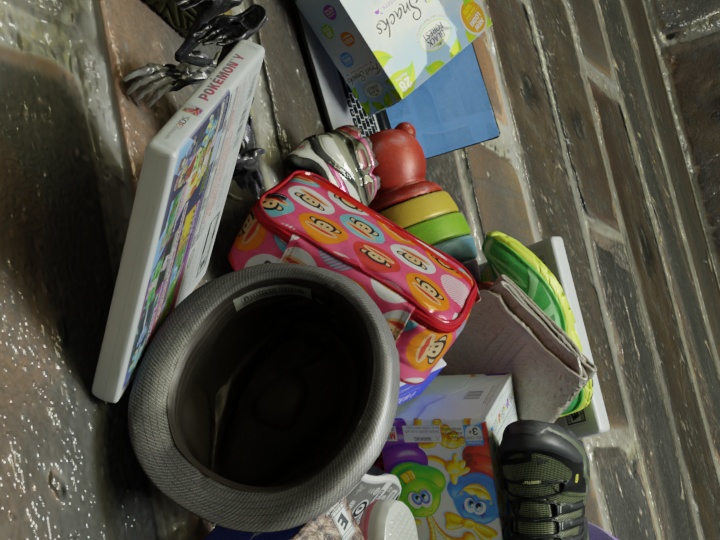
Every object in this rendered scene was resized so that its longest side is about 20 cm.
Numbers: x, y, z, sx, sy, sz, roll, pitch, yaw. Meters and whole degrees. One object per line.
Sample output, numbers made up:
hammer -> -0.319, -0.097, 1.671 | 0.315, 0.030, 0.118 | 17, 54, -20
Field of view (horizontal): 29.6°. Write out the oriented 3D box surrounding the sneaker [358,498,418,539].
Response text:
sneaker -> -0.005, 0.239, 1.031 | 0.201, 0.104, 0.076 | 75, 21, -51

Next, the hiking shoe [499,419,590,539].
hiking shoe -> 0.160, 0.215, 1.157 | 0.101, 0.075, 0.201 | -75, 153, -47

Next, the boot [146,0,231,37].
boot -> -0.162, -0.316, 1.146 | 0.175, 0.066, 0.202 | 55, 28, -59

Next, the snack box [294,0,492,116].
snack box -> 0.021, -0.288, 1.393 | 0.169, 0.067, 0.201 | -43, 106, -35

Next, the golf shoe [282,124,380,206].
golf shoe -> -0.018, -0.028, 1.266 | 0.092, 0.072, 0.202 | -23, 100, -35

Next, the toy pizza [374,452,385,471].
toy pizza -> -0.003, 0.132, 1.215 | 0.200, 0.032, 0.202 | 44, 36, -46

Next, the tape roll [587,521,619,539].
tape roll -> 0.193, 0.340, 1.290 | 0.085, 0.199, 0.202 | 37, 42, -51

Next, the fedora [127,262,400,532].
fedora -> -0.063, 0.094, 0.951 | 0.090, 0.176, 0.201 | 90, 23, -65

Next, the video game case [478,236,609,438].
video game case -> 0.158, 0.087, 1.409 | 0.023, 0.181, 0.202 | -2, 75, -46

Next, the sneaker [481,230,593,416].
sneaker -> 0.157, 0.058, 1.283 | 0.201, 0.083, 0.074 | 66, -11, -18

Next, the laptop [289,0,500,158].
laptop -> 0.040, -0.211, 1.435 | 0.200, 0.115, 0.189 | -13, 85, -66

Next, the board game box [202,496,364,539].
board game box -> -0.048, 0.277, 0.914 | 0.159, 0.096, 0.201 | -41, 112, -53

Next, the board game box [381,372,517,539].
board game box -> 0.090, 0.206, 1.226 | 0.105, 0.102, 0.202 | -43, 126, -64

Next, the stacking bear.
stacking bear -> 0.051, -0.043, 1.343 | 0.114, 0.121, 0.202 | 9, 59, -80

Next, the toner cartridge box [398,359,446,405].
toner cartridge box -> -0.016, 0.078, 1.132 | 0.095, 0.043, 0.200 | 48, 29, 15

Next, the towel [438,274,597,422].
towel -> 0.124, 0.111, 1.268 | 0.133, 0.201, 0.034 | 45, 41, 19

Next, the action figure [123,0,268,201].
action figure -> -0.125, -0.125, 1.047 | 0.119, 0.101, 0.201 | 55, -29, 33

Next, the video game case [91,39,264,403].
video game case -> -0.124, -0.037, 0.930 | 0.183, 0.023, 0.201 | -64, 175, -57

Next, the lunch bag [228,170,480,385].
lunch bag -> 0.000, 0.000, 1.145 | 0.199, 0.082, 0.176 | 32, 21, 4

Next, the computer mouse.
computer mouse -> -0.029, 0.174, 1.078 | 0.044, 0.110, 0.200 | 38, 1, 27
